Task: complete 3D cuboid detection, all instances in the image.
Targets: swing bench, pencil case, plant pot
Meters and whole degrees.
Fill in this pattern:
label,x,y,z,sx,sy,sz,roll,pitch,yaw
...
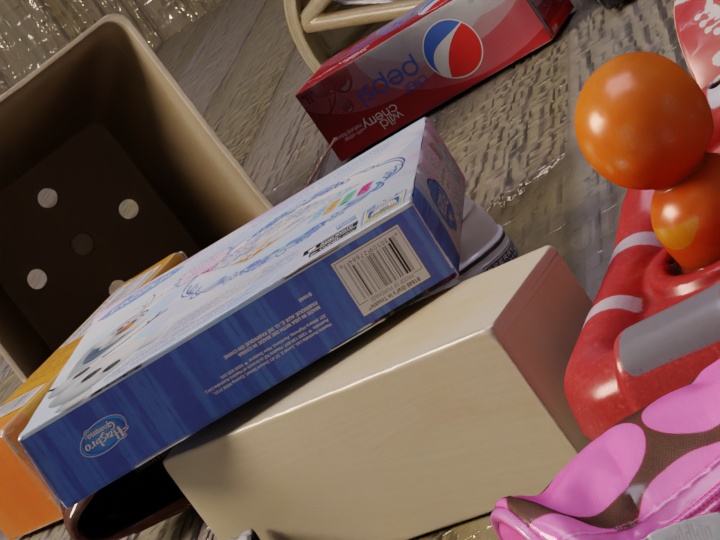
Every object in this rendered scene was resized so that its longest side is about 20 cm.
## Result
label,x,y,z,sx,sy,sz,roll,pitch,yaw
swing bench,0.046,-0.282,1.985,0.200,0.130,0.199,-25,17,40
pencil case,0.139,0.046,0.706,0.200,0.091,0.094,-39,-22,-5
plant pot,-0.186,-0.025,1.584,0.200,0.200,0.177,-38,1,-10

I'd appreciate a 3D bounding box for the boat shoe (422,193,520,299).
label,x,y,z,sx,sy,sz,roll,pitch,yaw
boat shoe,0.000,0.000,1.257,0.200,0.065,0.074,-24,18,41

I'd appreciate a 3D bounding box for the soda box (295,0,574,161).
label,x,y,z,sx,sy,sz,roll,pitch,yaw
soda box,0.053,-0.158,1.680,0.200,0.063,0.070,-29,14,30

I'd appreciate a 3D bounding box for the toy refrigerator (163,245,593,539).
label,x,y,z,sx,sy,sz,roll,pitch,yaw
toy refrigerator,0.017,0.064,0.974,0.200,0.076,0.070,-25,17,42

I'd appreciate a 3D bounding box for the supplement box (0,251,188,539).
label,x,y,z,sx,sy,sz,roll,pitch,yaw
supplement box,-0.158,0.073,1.405,0.069,0.067,0.200,-27,15,45

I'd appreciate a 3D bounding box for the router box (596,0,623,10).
label,x,y,z,sx,sy,sz,roll,pitch,yaw
router box,0.227,-0.270,1.628,0.200,0.062,0.150,-35,12,5

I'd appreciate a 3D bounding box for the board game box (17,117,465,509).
label,x,y,z,sx,sy,sz,roll,pitch,yaw
board game box,-0.046,0.013,1.059,0.200,0.043,0.199,-31,11,11

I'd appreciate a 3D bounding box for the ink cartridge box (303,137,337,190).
label,x,y,z,sx,sy,sz,roll,pitch,yaw
ink cartridge box,-0.090,0.023,1.268,0.200,0.050,0.161,-63,1,24

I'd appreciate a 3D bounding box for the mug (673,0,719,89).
label,x,y,z,sx,sy,sz,roll,pitch,yaw
mug,0.245,-0.139,0.982,0.200,0.133,0.178,-34,26,30

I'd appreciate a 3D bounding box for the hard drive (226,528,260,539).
label,x,y,z,sx,sy,sz,roll,pitch,yaw
hard drive,-0.091,0.184,0.912,0.140,0.038,0.200,-35,14,7

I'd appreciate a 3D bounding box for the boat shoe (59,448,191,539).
label,x,y,z,sx,sy,sz,roll,pitch,yaw
boat shoe,-0.065,0.074,1.165,0.200,0.070,0.070,-35,21,10

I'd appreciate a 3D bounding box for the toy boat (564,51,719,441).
label,x,y,z,sx,sy,sz,roll,pitch,yaw
toy boat,0.129,-0.026,0.872,0.130,0.131,0.200,-28,17,29
